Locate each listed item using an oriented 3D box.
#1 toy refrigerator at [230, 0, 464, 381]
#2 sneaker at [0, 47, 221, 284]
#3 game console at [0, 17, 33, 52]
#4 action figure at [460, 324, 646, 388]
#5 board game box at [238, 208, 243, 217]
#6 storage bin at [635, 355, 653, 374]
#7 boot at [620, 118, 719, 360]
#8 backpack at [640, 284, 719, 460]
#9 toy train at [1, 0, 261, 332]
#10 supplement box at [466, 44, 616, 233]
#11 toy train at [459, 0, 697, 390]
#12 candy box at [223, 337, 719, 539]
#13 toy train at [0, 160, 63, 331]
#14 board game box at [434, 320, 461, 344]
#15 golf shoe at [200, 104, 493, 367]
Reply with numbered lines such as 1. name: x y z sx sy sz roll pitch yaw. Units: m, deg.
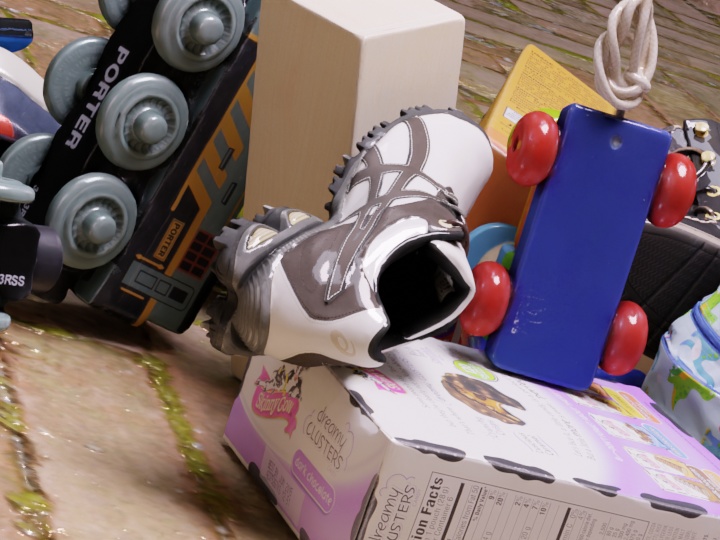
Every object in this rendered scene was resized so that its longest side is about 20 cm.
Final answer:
1. toy refrigerator: -0.005 -0.033 1.338 0.070 0.201 0.076 -15 32 -36
2. sneaker: -0.146 -0.030 1.464 0.199 0.075 0.085 31 48 -23
3. game console: -0.292 -0.164 1.484 0.199 0.119 0.171 -4 2 16
4. action figure: 0.113 0.036 1.482 0.065 0.100 0.199 -16 -13 42
5. board game box: 0.013 -0.038 1.519 0.101 0.048 0.200 33 18 28
6. storage bin: 0.243 0.038 1.666 0.199 0.094 0.198 26 15 28
7. boot: 0.176 -0.018 1.493 0.199 0.073 0.151 19 32 -29
8. backpack: 0.228 0.089 1.389 0.198 0.155 0.163 8 20 4
9. toy train: -0.093 -0.066 1.373 0.114 0.201 0.085 27 3 -40
10. supplement box: 0.085 -0.053 1.472 0.069 0.067 0.200 31 21 -3
11. toy train: 0.100 -0.055 1.312 0.084 0.201 0.116 16 7 -14
12. candy box: 0.060 0.092 1.241 0.199 0.072 0.168 14 14 -23
13. toy train: -0.232 -0.018 1.261 0.199 0.086 0.114 6 7 -39
14. board game box: 0.000 0.000 1.570 0.199 0.047 0.151 29 16 33
15. golf shoe: 0.019 -0.006 1.230 0.094 0.078 0.200 18 35 26
